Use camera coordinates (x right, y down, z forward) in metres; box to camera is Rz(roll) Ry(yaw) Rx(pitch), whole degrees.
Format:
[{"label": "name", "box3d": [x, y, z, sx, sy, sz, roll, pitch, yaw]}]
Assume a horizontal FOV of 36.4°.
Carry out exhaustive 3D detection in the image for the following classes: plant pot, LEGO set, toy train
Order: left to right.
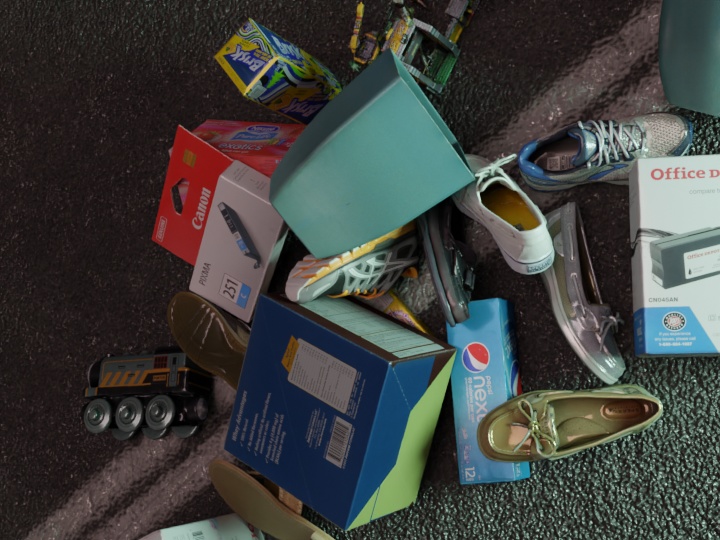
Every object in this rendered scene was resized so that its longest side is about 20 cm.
[{"label": "toy train", "box3d": [-0.284, 0.161, 1.447, 0.197, 0.085, 0.116, -6, 70, 27]}, {"label": "plant pot", "box3d": [0.000, -0.118, 1.218, 0.199, 0.142, 0.142, -36, 110, 12]}, {"label": "LEGO set", "box3d": [0.060, -0.314, 1.304, 0.153, 0.115, 0.201, 39, 101, 24]}, {"label": "plant pot", "box3d": [0.390, -0.232, 1.099, 0.198, 0.200, 0.164, 19, 106, 26]}]

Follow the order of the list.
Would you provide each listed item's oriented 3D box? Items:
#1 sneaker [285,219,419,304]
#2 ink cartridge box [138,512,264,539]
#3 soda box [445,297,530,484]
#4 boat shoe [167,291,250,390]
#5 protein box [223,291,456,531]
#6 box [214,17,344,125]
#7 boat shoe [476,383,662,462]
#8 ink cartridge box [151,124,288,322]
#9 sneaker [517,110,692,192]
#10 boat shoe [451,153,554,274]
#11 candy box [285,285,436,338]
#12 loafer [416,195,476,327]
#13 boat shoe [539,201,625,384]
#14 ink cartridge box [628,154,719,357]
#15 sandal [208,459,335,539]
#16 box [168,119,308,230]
[{"label": "sneaker", "box3d": [0.000, 0.000, 1.268, 0.078, 0.198, 0.079, 3, 114, 53]}, {"label": "ink cartridge box", "box3d": [-0.184, 0.379, 1.305, 0.087, 0.199, 0.147, -30, 73, 23]}, {"label": "soda box", "box3d": [0.145, 0.137, 1.244, 0.067, 0.064, 0.204, -8, 81, 24]}, {"label": "boat shoe", "box3d": [-0.163, 0.100, 1.397, 0.200, 0.066, 0.072, 37, 105, 21]}, {"label": "protein box", "box3d": [-0.027, 0.149, 1.252, 0.198, 0.134, 0.202, 25, 108, 35]}, {"label": "box", "box3d": [-0.089, -0.231, 1.322, 0.064, 0.199, 0.070, -43, 69, 14]}, {"label": "boat shoe", "box3d": [0.221, 0.159, 1.167, 0.196, 0.063, 0.075, -15, 84, -1]}, {"label": "ink cartridge box", "box3d": [-0.181, -0.053, 1.353, 0.174, 0.045, 0.202, 29, 132, 7]}, {"label": "sneaker", "box3d": [0.264, -0.130, 1.203, 0.197, 0.085, 0.079, -14, 78, 23]}, {"label": "boat shoe", "box3d": [0.148, -0.087, 1.209, 0.073, 0.087, 0.203, -21, 43, -6]}, {"label": "candy box", "box3d": [0.001, 0.053, 1.344, 0.102, 0.026, 0.200, -46, 68, 12]}, {"label": "loafer", "box3d": [0.104, -0.026, 1.247, 0.062, 0.072, 0.202, -17, 46, 6]}, {"label": "boat shoe", "box3d": [0.246, 0.025, 1.203, 0.064, 0.074, 0.205, -29, 66, 25]}, {"label": "ink cartridge box", "box3d": [0.355, -0.014, 1.129, 0.142, 0.084, 0.204, -2, 83, 9]}, {"label": "sandal", "box3d": [-0.088, 0.289, 1.349, 0.211, 0.070, 0.078, 37, 136, 7]}, {"label": "box", "box3d": [-0.126, -0.120, 1.369, 0.197, 0.095, 0.104, 6, 123, 27]}]
